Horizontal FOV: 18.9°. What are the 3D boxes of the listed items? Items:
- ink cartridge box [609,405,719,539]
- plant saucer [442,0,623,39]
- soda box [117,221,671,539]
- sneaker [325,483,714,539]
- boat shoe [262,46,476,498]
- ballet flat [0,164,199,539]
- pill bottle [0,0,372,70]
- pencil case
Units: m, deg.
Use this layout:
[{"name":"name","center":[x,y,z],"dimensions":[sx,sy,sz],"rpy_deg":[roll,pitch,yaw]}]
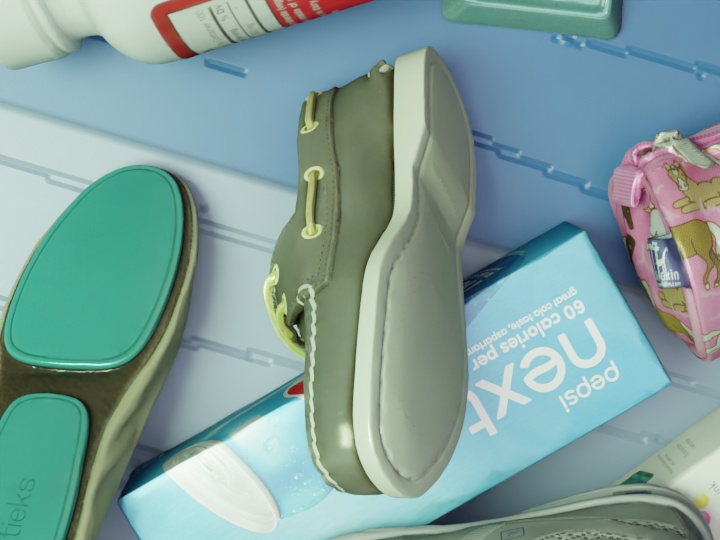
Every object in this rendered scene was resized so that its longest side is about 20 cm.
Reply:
[{"name":"ink cartridge box","center":[0.110,0.147,0.823],"dimensions":[0.200,0.067,0.116],"rpy_deg":[-37,93,2]},{"name":"plant saucer","center":[0.076,-0.192,0.824],"dimensions":[0.070,0.019,0.201],"rpy_deg":[6,93,-2]},{"name":"soda box","center":[0.011,0.060,0.818],"dimensions":[0.200,0.064,0.068],"rpy_deg":[-30,94,1]},{"name":"sneaker","center":[0.028,0.122,0.748],"dimensions":[0.200,0.082,0.075],"rpy_deg":[-22,92,2]},{"name":"boat shoe","center":[0.001,0.002,0.763],"dimensions":[0.060,0.202,0.072],"rpy_deg":[-13,132,19]},{"name":"ballet flat","center":[-0.106,0.052,0.800],"dimensions":[0.069,0.070,0.200],"rpy_deg":[21,56,-2]},{"name":"pill bottle","center":[-0.045,-0.140,0.774],"dimensions":[0.199,0.112,0.113],"rpy_deg":[-16,94,8]},{"name":"pencil case","center":[0.195,-0.039,0.806],"dimensions":[0.200,0.087,0.083],"rpy_deg":[-22,64,0]}]
